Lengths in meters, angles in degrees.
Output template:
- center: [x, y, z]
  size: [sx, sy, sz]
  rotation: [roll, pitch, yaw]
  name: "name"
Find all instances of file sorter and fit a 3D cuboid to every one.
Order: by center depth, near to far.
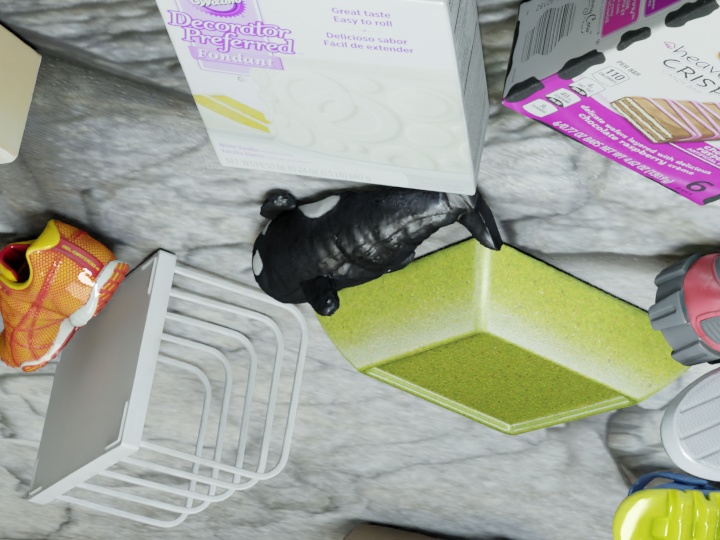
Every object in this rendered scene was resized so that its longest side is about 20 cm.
- center: [-0.135, 0.093, 1.516]
  size: [0.124, 0.139, 0.200]
  rotation: [17, 157, -21]
  name: "file sorter"

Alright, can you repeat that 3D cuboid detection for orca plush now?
- center: [0.000, 0.000, 1.314]
  size: [0.200, 0.071, 0.105]
  rotation: [-7, 152, 36]
  name: "orca plush"

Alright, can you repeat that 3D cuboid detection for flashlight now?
- center: [0.253, 0.001, 1.215]
  size: [0.068, 0.068, 0.200]
  rotation: [3, 161, -37]
  name: "flashlight"

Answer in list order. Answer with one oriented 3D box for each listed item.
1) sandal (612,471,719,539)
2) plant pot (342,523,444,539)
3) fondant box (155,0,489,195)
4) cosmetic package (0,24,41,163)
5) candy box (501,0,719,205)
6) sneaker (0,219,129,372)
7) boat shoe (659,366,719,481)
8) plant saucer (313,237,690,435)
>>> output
- center: [0.284, 0.190, 1.650]
  size: [0.199, 0.080, 0.087]
  rotation: [10, -171, -9]
  name: "sandal"
- center: [0.052, 0.313, 1.915]
  size: [0.174, 0.201, 0.200]
  rotation: [23, 160, 14]
  name: "plant pot"
- center: [-0.015, -0.113, 1.074]
  size: [0.144, 0.058, 0.200]
  rotation: [7, 156, 11]
  name: "fondant box"
- center: [-0.276, -0.127, 1.143]
  size: [0.105, 0.071, 0.200]
  rotation: [-5, 152, 33]
  name: "cosmetic package"
- center: [0.180, -0.103, 0.999]
  size: [0.136, 0.061, 0.200]
  rotation: [24, 154, -27]
  name: "candy box"
- center: [-0.218, 0.013, 1.478]
  size: [0.077, 0.073, 0.200]
  rotation: [38, 149, -6]
  name: "sneaker"
- center: [0.253, 0.084, 1.305]
  size: [0.200, 0.072, 0.071]
  rotation: [-13, 177, -32]
  name: "boat shoe"
- center: [0.094, 0.056, 1.434]
  size: [0.199, 0.048, 0.200]
  rotation: [24, 155, -28]
  name: "plant saucer"
